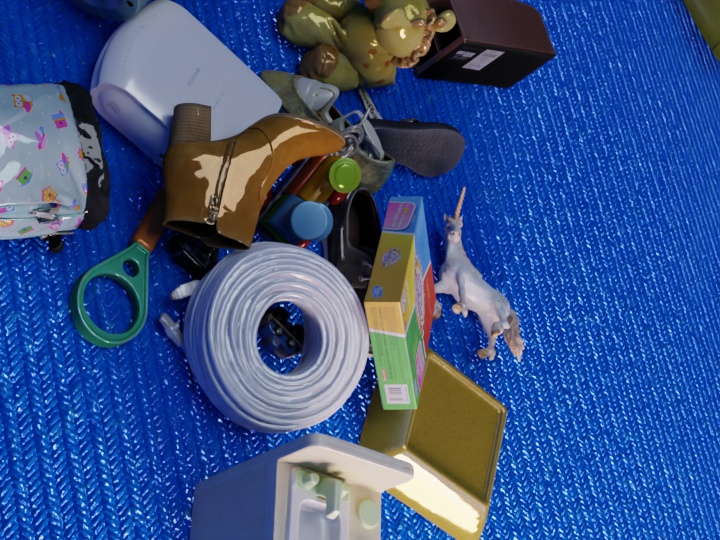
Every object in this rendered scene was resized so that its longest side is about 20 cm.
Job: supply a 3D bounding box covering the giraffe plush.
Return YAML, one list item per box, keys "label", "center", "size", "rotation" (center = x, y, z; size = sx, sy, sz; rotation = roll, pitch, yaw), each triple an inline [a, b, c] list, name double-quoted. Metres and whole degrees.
- label: "giraffe plush"
  center: [0.020, -0.302, 1.569]
  size: [0.200, 0.162, 0.173]
  rotation: [50, 44, -12]

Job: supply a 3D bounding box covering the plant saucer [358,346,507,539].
- label: "plant saucer"
  center: [0.099, 0.190, 1.481]
  size: [0.199, 0.048, 0.201]
  rotation: [37, 48, -24]

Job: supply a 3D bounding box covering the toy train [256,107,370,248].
- label: "toy train"
  center: [-0.032, -0.112, 1.407]
  size: [0.085, 0.116, 0.201]
  rotation: [42, 78, -20]

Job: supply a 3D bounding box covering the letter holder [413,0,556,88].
- label: "letter holder"
  center: [0.159, -0.351, 1.775]
  size: [0.199, 0.100, 0.143]
  rotation: [-1, 69, -44]

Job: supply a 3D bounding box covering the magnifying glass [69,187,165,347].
- label: "magnifying glass"
  center: [-0.233, -0.007, 1.284]
  size: [0.079, 0.022, 0.201]
  rotation: [40, 46, -22]

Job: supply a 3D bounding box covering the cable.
- label: "cable"
  center: [-0.085, 0.068, 1.317]
  size: [0.199, 0.069, 0.201]
  rotation: [-35, 101, -28]

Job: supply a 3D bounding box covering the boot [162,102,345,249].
- label: "boot"
  center: [-0.110, -0.090, 1.313]
  size: [0.199, 0.071, 0.146]
  rotation: [6, 71, -21]

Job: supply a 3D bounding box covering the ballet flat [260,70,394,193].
- label: "ballet flat"
  center: [-0.034, -0.181, 1.507]
  size: [0.200, 0.071, 0.071]
  rotation: [48, 44, 0]

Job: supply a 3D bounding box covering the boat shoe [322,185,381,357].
- label: "boat shoe"
  center: [0.000, 0.000, 1.471]
  size: [0.071, 0.067, 0.202]
  rotation: [8, 66, -42]

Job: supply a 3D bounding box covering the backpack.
- label: "backpack"
  center: [-0.337, -0.105, 1.160]
  size: [0.199, 0.126, 0.168]
  rotation: [-8, 79, -42]

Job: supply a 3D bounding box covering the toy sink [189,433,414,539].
- label: "toy sink"
  center: [-0.056, 0.247, 1.193]
  size: [0.130, 0.199, 0.113]
  rotation: [23, 55, -34]

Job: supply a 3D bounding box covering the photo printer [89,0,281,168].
- label: "photo printer"
  center: [-0.194, -0.191, 1.379]
  size: [0.200, 0.069, 0.167]
  rotation: [42, 47, -20]

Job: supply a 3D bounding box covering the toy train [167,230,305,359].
- label: "toy train"
  center: [-0.131, 0.029, 1.354]
  size: [0.200, 0.034, 0.046]
  rotation: [44, 49, -17]

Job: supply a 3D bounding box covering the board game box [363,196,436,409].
- label: "board game box"
  center: [0.048, 0.034, 1.427]
  size: [0.201, 0.040, 0.154]
  rotation: [-76, 160, -51]

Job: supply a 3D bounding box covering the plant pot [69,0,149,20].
- label: "plant pot"
  center: [-0.248, -0.380, 1.345]
  size: [0.200, 0.199, 0.189]
  rotation: [39, 61, -23]

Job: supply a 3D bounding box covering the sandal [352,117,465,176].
- label: "sandal"
  center: [0.059, -0.169, 1.612]
  size: [0.199, 0.076, 0.043]
  rotation: [7, 38, -42]

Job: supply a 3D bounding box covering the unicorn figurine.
- label: "unicorn figurine"
  center: [0.138, 0.021, 1.597]
  size: [0.201, 0.073, 0.138]
  rotation: [55, 32, -28]

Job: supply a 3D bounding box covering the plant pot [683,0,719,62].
- label: "plant pot"
  center: [0.678, -0.510, 2.301]
  size: [0.193, 0.200, 0.200]
  rotation: [50, 43, 5]
